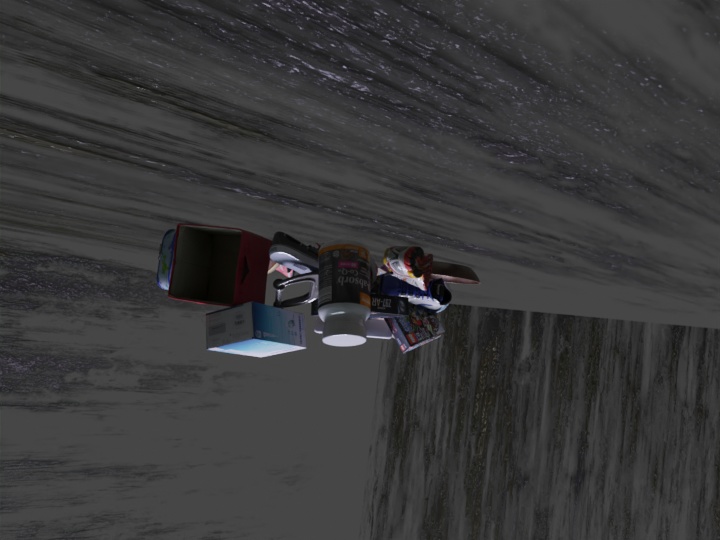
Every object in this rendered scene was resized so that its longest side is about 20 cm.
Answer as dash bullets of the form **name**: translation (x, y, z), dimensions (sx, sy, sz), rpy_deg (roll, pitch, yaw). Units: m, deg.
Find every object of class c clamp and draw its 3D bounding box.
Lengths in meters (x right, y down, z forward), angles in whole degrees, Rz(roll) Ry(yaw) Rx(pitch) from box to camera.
- **c clamp**: translation (-0.162, 0.056, 1.515), dimensions (0.166, 0.028, 0.201), rpy_deg (-7, 156, -18)

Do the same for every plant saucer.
- **plant saucer**: translation (0.204, 0.004, 1.677), dimensions (0.194, 0.038, 0.200), rpy_deg (9, 176, 1)

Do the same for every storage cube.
- **storage cube**: translation (-0.323, -0.005, 1.587), dimensions (0.194, 0.177, 0.179), rpy_deg (6, 176, 16)

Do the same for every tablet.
- **tablet**: translation (-0.017, 0.141, 1.715), dimensions (0.193, 0.014, 0.130), rpy_deg (4, -166, 1)

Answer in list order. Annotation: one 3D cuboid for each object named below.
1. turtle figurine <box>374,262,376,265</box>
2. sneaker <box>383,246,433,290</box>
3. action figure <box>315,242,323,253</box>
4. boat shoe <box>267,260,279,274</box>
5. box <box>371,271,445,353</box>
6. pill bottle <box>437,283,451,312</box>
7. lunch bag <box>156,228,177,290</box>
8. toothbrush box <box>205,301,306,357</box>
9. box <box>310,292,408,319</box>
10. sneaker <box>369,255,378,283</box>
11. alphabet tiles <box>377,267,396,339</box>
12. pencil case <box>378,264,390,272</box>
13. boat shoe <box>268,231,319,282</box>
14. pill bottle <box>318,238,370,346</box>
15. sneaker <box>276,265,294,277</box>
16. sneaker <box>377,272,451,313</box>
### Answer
- **turtle figurine**: translation (-0.057, 0.054, 1.789), dimensions (0.195, 0.148, 0.194), rpy_deg (-5, -156, 33)
- **sneaker**: translation (0.106, -0.013, 1.443), dimensions (0.080, 0.080, 0.200), rpy_deg (10, 168, 22)
- **action figure**: translation (-0.071, -0.037, 1.559), dimensions (0.196, 0.054, 0.065), rpy_deg (-3, 176, 41)
- **boat shoe**: translation (-0.281, 0.004, 1.735), dimensions (0.067, 0.200, 0.073), rpy_deg (22, -155, -54)
- **box**: translation (0.114, 0.096, 1.712), dimensions (0.134, 0.203, 0.038), rpy_deg (-16, 159, -41)
- **pill bottle**: translation (0.213, 0.066, 1.978), dimensions (0.107, 0.115, 0.200), rpy_deg (7, 176, 9)
- **lunch bag**: translation (-0.420, -0.014, 1.726), dimensions (0.197, 0.166, 0.081), rpy_deg (10, 175, -44)
- **toothbrush box**: translation (-0.237, 0.140, 1.547), dimensions (0.143, 0.088, 0.198), rpy_deg (-15, 161, 29)
- **box**: translation (-0.004, 0.085, 1.590), dimensions (0.157, 0.045, 0.198), rpy_deg (7, 169, -34)
- **sneaker**: translation (0.000, 0.000, 1.627), dimensions (0.085, 0.084, 0.201), rpy_deg (-3, -161, 1)
- **alphabet tiles**: translation (0.102, 0.087, 1.833), dimensions (0.193, 0.204, 0.015), rpy_deg (31, -152, 14)
- **pencil case**: translation (0.099, 0.080, 1.887), dimensions (0.201, 0.088, 0.088), rpy_deg (49, 177, 3)
- **boat shoe**: translation (-0.119, -0.028, 1.490), dimensions (0.197, 0.068, 0.069), rpy_deg (25, 145, -35)
- **pill bottle**: translation (-0.034, 0.047, 1.411), dimensions (0.112, 0.206, 0.117), rpy_deg (-1, 161, 0)
- **sneaker**: translation (-0.218, -0.033, 1.873), dimensions (0.085, 0.076, 0.200), rpy_deg (21, 173, 4)
- **sneaker**: translation (0.146, 0.045, 1.650), dimensions (0.195, 0.083, 0.115), rpy_deg (15, 160, -24)
